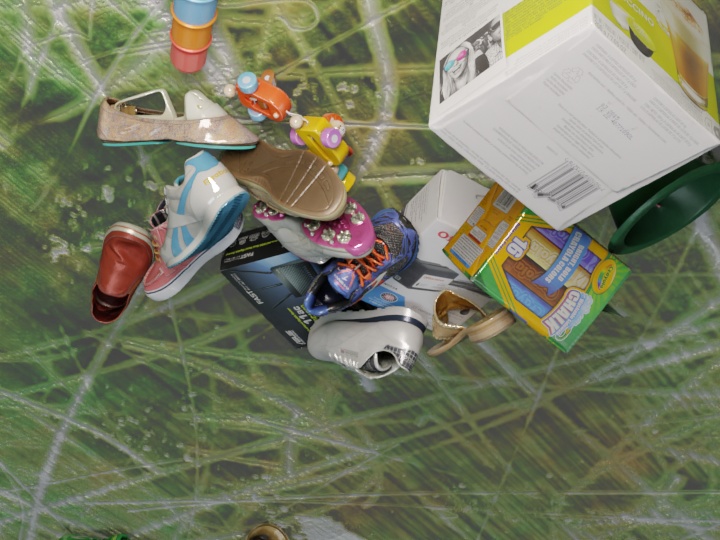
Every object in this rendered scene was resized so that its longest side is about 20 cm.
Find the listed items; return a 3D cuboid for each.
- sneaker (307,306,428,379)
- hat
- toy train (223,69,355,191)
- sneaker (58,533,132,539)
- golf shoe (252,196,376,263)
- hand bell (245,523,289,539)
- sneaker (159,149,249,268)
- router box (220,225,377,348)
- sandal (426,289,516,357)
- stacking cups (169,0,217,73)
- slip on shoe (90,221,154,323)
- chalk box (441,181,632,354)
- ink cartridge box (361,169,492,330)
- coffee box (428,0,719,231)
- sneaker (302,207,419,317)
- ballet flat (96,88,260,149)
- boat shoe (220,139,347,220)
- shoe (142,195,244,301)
[{"bbox_3d":[-0.002,0.101,1.701,0.076,0.081,0.199,30,151,-36],"label":"sneaker"},{"bbox_3d":[0.306,-0.133,1.510,0.199,0.177,0.166,-17,155,-33],"label":"hat"},{"bbox_3d":[-0.070,-0.163,1.518,0.149,0.056,0.200,25,160,23],"label":"toy train"},{"bbox_3d":[-0.480,0.531,2.488,0.198,0.074,0.084,14,118,-3],"label":"sneaker"},{"bbox_3d":[-0.043,-0.045,1.555,0.199,0.075,0.092,25,153,47],"label":"golf shoe"},{"bbox_3d":[-0.222,0.534,2.437,0.104,0.105,0.199,29,151,-25],"label":"hand bell"},{"bbox_3d":[-0.199,-0.071,1.566,0.081,0.076,0.200,52,142,6],"label":"sneaker"},{"bbox_3d":[-0.071,0.016,1.735,0.149,0.063,0.200,-14,138,28],"label":"router box"},{"bbox_3d":[0.124,0.053,1.608,0.070,0.077,0.212,60,160,-1],"label":"sandal"},{"bbox_3d":[-0.177,-0.290,1.371,0.060,0.061,0.200,14,146,-7],"label":"stacking cups"},{"bbox_3d":[-0.327,0.005,1.772,0.074,0.062,0.200,19,140,-12],"label":"slip on shoe"},{"bbox_3d":[0.217,0.002,1.507,0.200,0.125,0.124,37,95,-19],"label":"chalk box"},{"bbox_3d":[0.107,-0.018,1.640,0.144,0.084,0.200,24,140,-19],"label":"ink cartridge box"},{"bbox_3d":[0.211,-0.201,1.289,0.199,0.199,0.199,35,133,-29],"label":"coffee box"},{"bbox_3d":[0.000,0.000,1.576,0.075,0.078,0.200,45,130,3],"label":"sneaker"},{"bbox_3d":[-0.215,-0.176,1.514,0.198,0.068,0.068,2,104,9],"label":"ballet flat"},{"bbox_3d":[-0.079,-0.099,1.507,0.199,0.071,0.065,30,168,42],"label":"boat shoe"},{"bbox_3d":[-0.244,-0.038,1.697,0.091,0.072,0.200,33,131,-27],"label":"shoe"}]
